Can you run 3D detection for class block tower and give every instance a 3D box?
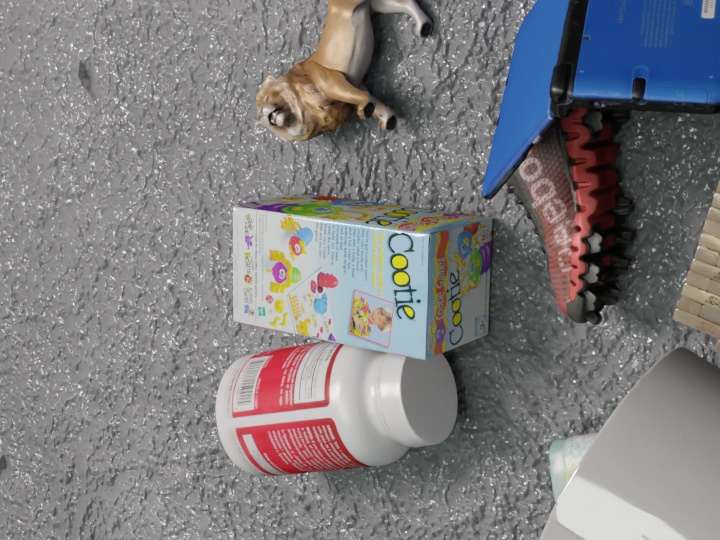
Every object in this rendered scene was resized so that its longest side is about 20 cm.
[{"bbox_3d":[0.282,-0.041,0.960,0.058,0.054,0.201,24,112,30],"label":"block tower"}]

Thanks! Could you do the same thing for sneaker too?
[{"bbox_3d":[0.154,-0.060,1.038,0.097,0.071,0.202,1,98,35],"label":"sneaker"}]

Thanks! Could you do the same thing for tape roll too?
[{"bbox_3d":[0.223,0.172,0.903,0.139,0.202,0.204,32,116,25],"label":"tape roll"}]

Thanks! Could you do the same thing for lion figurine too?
[{"bbox_3d":[-0.012,-0.194,1.141,0.122,0.072,0.201,32,102,35],"label":"lion figurine"}]

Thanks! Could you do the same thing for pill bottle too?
[{"bbox_3d":[-0.020,0.117,1.172,0.199,0.112,0.113,-11,93,36],"label":"pill bottle"}]

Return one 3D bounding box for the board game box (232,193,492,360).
[{"bbox_3d":[0.000,0.000,1.139,0.199,0.103,0.106,10,105,34],"label":"board game box"}]

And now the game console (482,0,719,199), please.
[{"bbox_3d":[0.180,-0.150,0.953,0.169,0.201,0.119,5,141,14],"label":"game console"}]

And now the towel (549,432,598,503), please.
[{"bbox_3d":[0.244,0.218,1.046,0.170,0.048,0.202,-13,91,33],"label":"towel"}]
